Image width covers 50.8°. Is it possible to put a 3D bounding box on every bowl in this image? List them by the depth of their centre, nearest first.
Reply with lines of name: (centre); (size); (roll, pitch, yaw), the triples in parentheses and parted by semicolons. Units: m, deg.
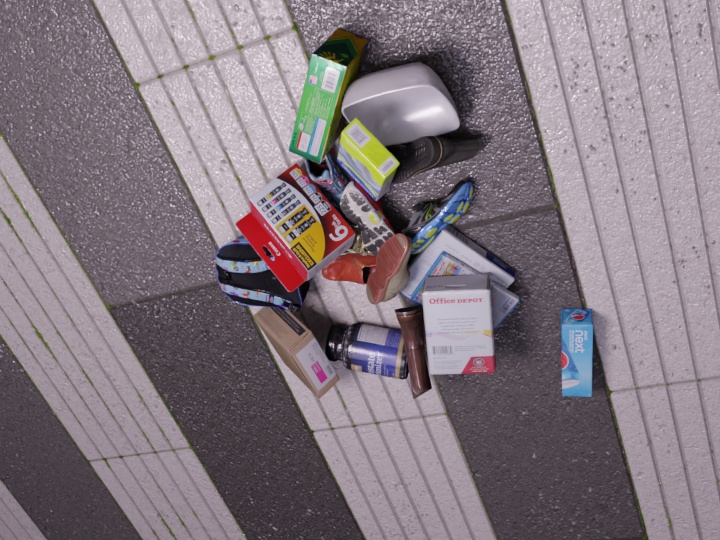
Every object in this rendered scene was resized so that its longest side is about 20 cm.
bowl: (0.078, -0.319, 1.436); (0.197, 0.076, 0.199); (-8, 163, 22)

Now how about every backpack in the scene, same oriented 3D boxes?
backpack: (-0.221, -0.008, 1.721); (0.197, 0.135, 0.185); (3, 123, 13)

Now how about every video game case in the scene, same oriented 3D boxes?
video game case: (0.227, 0.061, 1.664); (0.198, 0.018, 0.144); (30, 126, -5)

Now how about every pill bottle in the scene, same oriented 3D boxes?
pill bottle: (0.021, 0.187, 1.794); (0.197, 0.112, 0.113); (9, 124, 10)

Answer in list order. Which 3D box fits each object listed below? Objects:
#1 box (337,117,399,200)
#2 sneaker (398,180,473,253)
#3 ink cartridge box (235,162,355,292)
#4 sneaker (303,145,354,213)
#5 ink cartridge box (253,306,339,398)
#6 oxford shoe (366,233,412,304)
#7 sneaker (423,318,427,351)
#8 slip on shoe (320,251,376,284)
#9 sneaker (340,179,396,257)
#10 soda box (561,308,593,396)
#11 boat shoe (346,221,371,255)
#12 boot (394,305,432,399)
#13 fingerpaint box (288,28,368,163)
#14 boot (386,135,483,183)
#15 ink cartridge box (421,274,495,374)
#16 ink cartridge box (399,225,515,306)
box: (0.011, -0.211, 1.487); (0.048, 0.200, 0.122); (-43, 86, -9)
sneaker: (0.151, -0.121, 1.578); (0.199, 0.070, 0.083); (-43, 61, 25)
ink cartridge box: (-0.139, -0.087, 1.583); (0.200, 0.175, 0.084); (49, 166, 8)
sneaker: (-0.076, -0.196, 1.585); (0.078, 0.096, 0.201); (-18, 115, 25)
ink cartridge box: (-0.149, 0.183, 1.780); (0.164, 0.075, 0.201); (37, 160, 42)
oxford shoe: (0.074, -0.007, 1.611); (0.073, 0.071, 0.201); (-6, 146, -28)
sneaker: (0.190, 0.160, 1.760); (0.200, 0.080, 0.072); (41, 109, 14)
slip on shoe: (0.000, 0.000, 1.712); (0.197, 0.061, 0.075); (0, 124, 17)
sneaker: (0.033, -0.110, 1.606); (0.076, 0.085, 0.201); (-16, 124, 28)
soda box: (0.484, 0.185, 1.695); (0.067, 0.064, 0.202); (0, 121, 15)
boat shoe: (-0.028, -0.074, 1.669); (0.198, 0.063, 0.074); (22, 125, 0)
boot: (0.120, 0.181, 1.650); (0.063, 0.186, 0.203); (-6, 85, 11)
fingerpaint box: (-0.062, -0.335, 1.448); (0.073, 0.167, 0.202); (21, 126, 3)
boot: (0.140, -0.224, 1.526); (0.199, 0.137, 0.079); (-1, 98, 58)
ink cartridge box: (0.213, 0.115, 1.625); (0.144, 0.083, 0.203); (-2, 114, 12)
ink cartridge box: (0.206, 0.021, 1.680); (0.198, 0.041, 0.200); (34, 125, -8)
